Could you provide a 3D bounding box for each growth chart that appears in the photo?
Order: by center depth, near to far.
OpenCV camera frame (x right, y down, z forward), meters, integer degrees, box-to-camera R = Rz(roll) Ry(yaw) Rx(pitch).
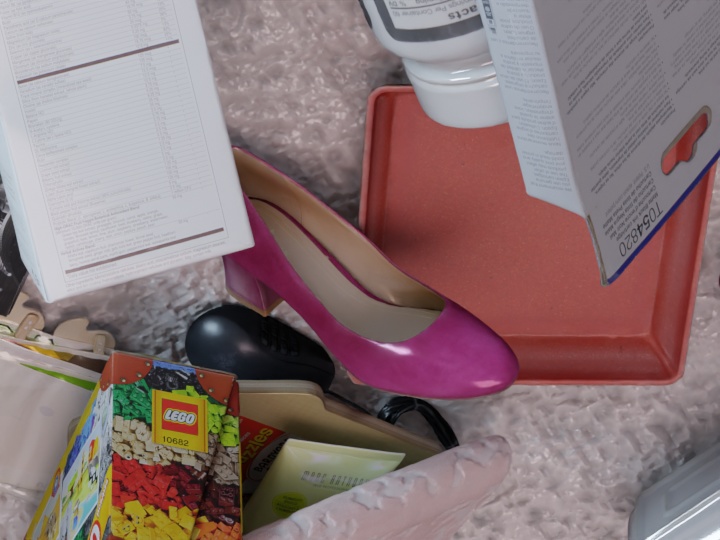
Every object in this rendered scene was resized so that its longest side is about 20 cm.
[{"bbox_3d":[-0.180,0.086,1.583,0.200,0.018,0.145,27,117,-21],"label":"growth chart"}]

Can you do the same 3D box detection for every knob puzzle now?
[{"bbox_3d":[-0.082,0.115,1.582,0.219,0.031,0.220,-2,140,-2],"label":"knob puzzle"}]

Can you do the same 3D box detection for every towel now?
[{"bbox_3d":[-0.020,0.182,1.564,0.200,0.032,0.191,-20,153,-38],"label":"towel"}]

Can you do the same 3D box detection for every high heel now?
[{"bbox_3d":[0.000,0.000,1.466,0.067,0.200,0.096,-39,141,-32],"label":"high heel"}]

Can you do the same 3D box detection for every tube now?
[{"bbox_3d":[-0.053,0.163,1.583,0.052,0.058,0.200,42,128,8],"label":"tube"}]

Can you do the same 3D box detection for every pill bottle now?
[{"bbox_3d":[0.042,-0.179,1.369,0.113,0.113,0.200,-19,124,7],"label":"pill bottle"}]

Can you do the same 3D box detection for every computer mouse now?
[{"bbox_3d":[-0.018,0.080,1.586,0.200,0.034,0.059,28,116,-23],"label":"computer mouse"}]

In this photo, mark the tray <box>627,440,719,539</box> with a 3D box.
[{"bbox_3d":[0.233,0.113,1.594,0.200,0.107,0.022,-36,102,17],"label":"tray"}]

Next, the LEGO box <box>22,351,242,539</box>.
[{"bbox_3d":[-0.132,0.168,1.501,0.077,0.149,0.200,12,137,-17],"label":"LEGO box"}]

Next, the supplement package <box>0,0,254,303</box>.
[{"bbox_3d":[-0.136,-0.102,1.360,0.113,0.110,0.201,-15,105,-11],"label":"supplement package"}]

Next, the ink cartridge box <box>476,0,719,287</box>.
[{"bbox_3d":[0.138,-0.128,1.377,0.041,0.200,0.200,9,131,36],"label":"ink cartridge box"}]

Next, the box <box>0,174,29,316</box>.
[{"bbox_3d":[-0.255,-0.075,1.448,0.200,0.048,0.159,19,120,-18],"label":"box"}]

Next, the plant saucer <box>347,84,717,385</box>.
[{"bbox_3d":[0.095,-0.025,1.525,0.199,0.037,0.200,0,123,-6],"label":"plant saucer"}]

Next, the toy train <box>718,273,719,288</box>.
[{"bbox_3d":[0.283,0.048,1.497,0.116,0.200,0.085,-26,121,6],"label":"toy train"}]
